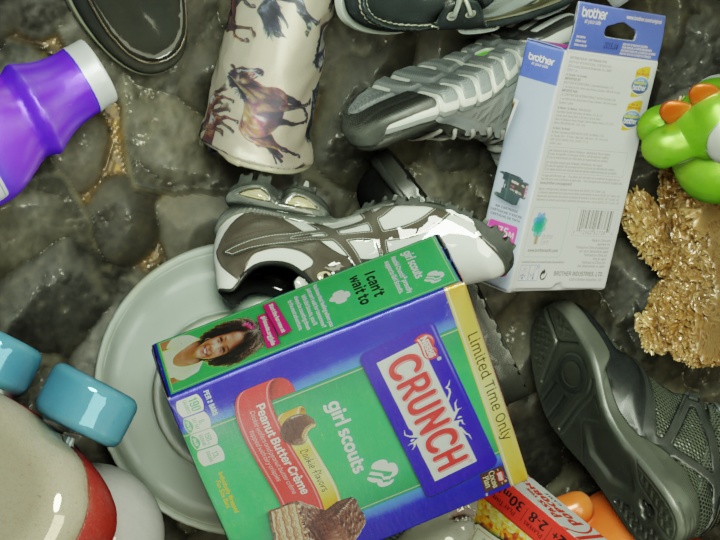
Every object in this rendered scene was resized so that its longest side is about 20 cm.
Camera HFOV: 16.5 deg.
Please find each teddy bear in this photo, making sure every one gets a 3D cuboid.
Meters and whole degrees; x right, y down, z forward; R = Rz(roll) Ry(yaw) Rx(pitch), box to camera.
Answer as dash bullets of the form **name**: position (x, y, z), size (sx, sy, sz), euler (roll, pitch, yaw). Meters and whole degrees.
- **teddy bear**: position (0.253, -0.030, 1.814), size (0.145, 0.067, 0.201), euler (-14, 100, -23)

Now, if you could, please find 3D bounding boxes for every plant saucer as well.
- **plant saucer**: position (-0.083, 0.082, 1.663), size (0.200, 0.050, 0.201), euler (0, 94, 4)

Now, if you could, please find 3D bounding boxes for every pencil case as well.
- **pencil case**: position (-0.051, -0.166, 1.647), size (0.078, 0.089, 0.200), euler (14, 98, 9)

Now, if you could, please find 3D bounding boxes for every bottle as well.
- **bottle**: position (-0.252, -0.078, 1.594), size (0.200, 0.065, 0.084), euler (-33, 113, -11)

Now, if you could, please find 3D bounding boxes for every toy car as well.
- **toy car**: position (-0.205, 0.161, 1.646), size (0.200, 0.177, 0.185), euler (34, 81, -53)

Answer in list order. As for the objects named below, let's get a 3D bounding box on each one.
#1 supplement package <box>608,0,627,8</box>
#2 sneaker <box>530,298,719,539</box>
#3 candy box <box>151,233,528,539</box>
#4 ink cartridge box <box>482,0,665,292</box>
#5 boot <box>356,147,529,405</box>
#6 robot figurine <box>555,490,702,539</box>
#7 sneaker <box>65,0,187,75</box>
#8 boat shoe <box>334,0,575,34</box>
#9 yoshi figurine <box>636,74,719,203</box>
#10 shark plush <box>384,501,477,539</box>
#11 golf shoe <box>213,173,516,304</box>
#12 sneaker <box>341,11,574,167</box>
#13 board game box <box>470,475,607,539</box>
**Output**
- **supplement package**: position (0.158, -0.293, 1.637), size (0.117, 0.117, 0.200), euler (-43, 92, -12)
- **sneaker**: position (0.205, 0.103, 1.789), size (0.114, 0.200, 0.076), euler (-15, 151, -41)
- **candy box**: position (-0.010, 0.092, 1.588), size (0.200, 0.077, 0.169), euler (-23, 123, -3)
- **ink cartridge box**: position (0.145, -0.086, 1.701), size (0.119, 0.042, 0.200), euler (0, 108, -52)
- **boot**: position (0.007, 0.038, 1.719), size (0.158, 0.079, 0.211), euler (-26, 98, 0)
- **robot figurine**: position (0.161, 0.236, 1.808), size (0.200, 0.117, 0.144), euler (-34, 148, -12)
- **sneaker**: position (-0.154, -0.211, 1.578), size (0.075, 0.106, 0.200), euler (-26, 111, -14)
- **boat shoe**: position (0.071, -0.196, 1.661), size (0.200, 0.060, 0.076), euler (-20, 118, -38)
- **yoshi figurine**: position (0.294, -0.100, 1.719), size (0.200, 0.112, 0.112), euler (-12, 106, 11)
- **shark plush**: position (-0.010, 0.200, 1.729), size (0.091, 0.200, 0.083), euler (32, 49, -49)
- **golf shoe**: position (0.000, 0.000, 1.625), size (0.199, 0.095, 0.078), euler (6, 147, 10)
- **sneaker**: position (0.083, -0.094, 1.708), size (0.200, 0.075, 0.116), euler (-27, 117, -27)
- **board game box**: position (0.081, 0.242, 1.738), size (0.046, 0.151, 0.200), euler (4, 120, -59)
